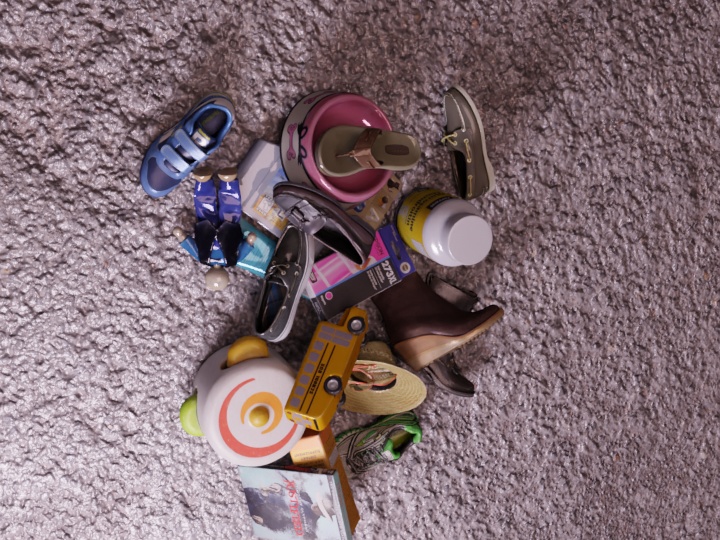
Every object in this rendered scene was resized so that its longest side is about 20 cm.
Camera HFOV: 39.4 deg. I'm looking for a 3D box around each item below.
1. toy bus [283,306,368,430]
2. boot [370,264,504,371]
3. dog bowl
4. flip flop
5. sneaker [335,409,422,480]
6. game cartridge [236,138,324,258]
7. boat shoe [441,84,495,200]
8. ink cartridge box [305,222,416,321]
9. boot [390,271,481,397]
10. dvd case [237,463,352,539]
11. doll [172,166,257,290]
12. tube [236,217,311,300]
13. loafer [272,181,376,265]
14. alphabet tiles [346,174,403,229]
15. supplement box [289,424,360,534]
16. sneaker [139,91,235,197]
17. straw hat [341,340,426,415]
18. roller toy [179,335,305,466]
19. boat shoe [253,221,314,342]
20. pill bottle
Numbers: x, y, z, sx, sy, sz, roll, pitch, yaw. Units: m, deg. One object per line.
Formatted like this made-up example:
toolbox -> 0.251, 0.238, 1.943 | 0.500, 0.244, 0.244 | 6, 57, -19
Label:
toy bus -> -0.050, 0.153, 1.618 | 0.078, 0.065, 0.201 | 16, 66, 13
boot -> 0.130, 0.060, 1.736 | 0.199, 0.072, 0.167 | -28, 79, -5
dog bowl -> -0.028, -0.198, 1.631 | 0.198, 0.074, 0.202 | 0, 89, -30
flip flop -> 0.018, -0.189, 1.581 | 0.198, 0.057, 0.082 | -2, 90, -30
sneaker -> 0.021, 0.316, 1.792 | 0.199, 0.085, 0.078 | -33, 112, -6
game cartridge -> -0.118, -0.122, 1.666 | 0.199, 0.042, 0.134 | 35, 93, -24
boat shoe -> 0.177, -0.217, 1.732 | 0.060, 0.072, 0.203 | -27, 114, -17
ink cartridge box -> 0.000, 0.000, 1.694 | 0.199, 0.037, 0.095 | -28, 94, -24
boot -> 0.164, 0.117, 1.805 | 0.199, 0.069, 0.175 | 33, 90, -18
dvd case -> -0.112, 0.401, 1.723 | 0.022, 0.198, 0.147 | -37, 121, -55
doll -> -0.234, -0.064, 1.613 | 0.135, 0.049, 0.202 | 0, 113, -2
tube -> -0.137, -0.009, 1.682 | 0.199, 0.050, 0.078 | 30, 87, -19
loafer -> -0.057, -0.074, 1.607 | 0.199, 0.072, 0.064 | 29, 55, -29
alphabet tiles -> -0.021, -0.166, 1.680 | 0.200, 0.006, 0.167 | 39, 70, -24
supplement box -> -0.063, 0.365, 1.740 | 0.066, 0.069, 0.202 | -14, 106, 16
sneaker -> -0.270, -0.196, 1.566 | 0.074, 0.082, 0.200 | 40, 89, -25
straw hat -> 0.021, 0.169, 1.755 | 0.200, 0.201, 0.086 | 20, 52, -23
roller toy -> -0.180, 0.220, 1.666 | 0.182, 0.140, 0.201 | 34, 89, -24
boat shoe -> -0.125, 0.016, 1.621 | 0.057, 0.068, 0.202 | 16, 87, -64
pill bottle -> 0.141, -0.070, 1.683 | 0.111, 0.200, 0.113 | -5, 104, -19
